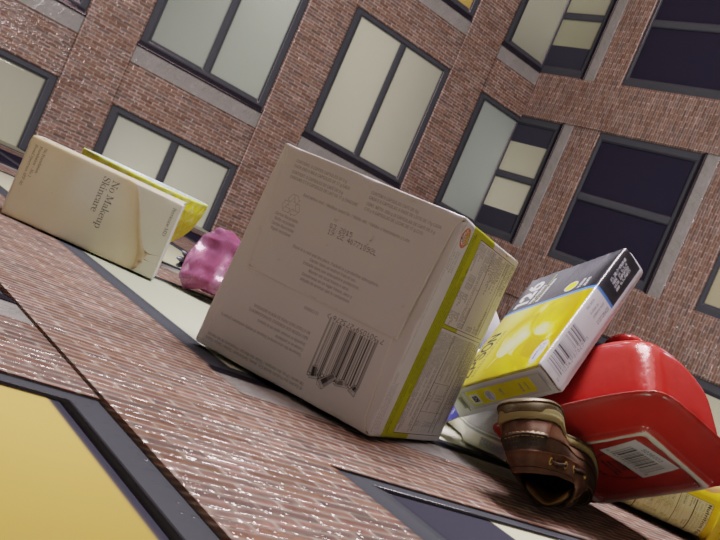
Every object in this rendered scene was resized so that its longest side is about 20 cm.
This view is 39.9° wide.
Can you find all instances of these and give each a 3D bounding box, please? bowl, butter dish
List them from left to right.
[{"bbox_3d":[-0.333,-0.088,1.447,0.197,0.109,0.200,25,0,0],"label":"bowl"},{"bbox_3d":[0.265,0.134,1.002,0.197,0.150,0.199,-20,-46,40],"label":"butter dish"}]

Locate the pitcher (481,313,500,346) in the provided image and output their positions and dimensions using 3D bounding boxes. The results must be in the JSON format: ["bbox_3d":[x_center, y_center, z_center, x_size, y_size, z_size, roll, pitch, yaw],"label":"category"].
[{"bbox_3d":[0.124,0.107,1.371,0.170,0.122,0.202,6,-47,42],"label":"pitcher"}]

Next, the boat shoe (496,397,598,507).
[{"bbox_3d":[0.170,0.183,0.902,0.071,0.069,0.200,-7,-32,24],"label":"boat shoe"}]

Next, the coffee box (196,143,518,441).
[{"bbox_3d":[0.005,0.027,0.950,0.197,0.203,0.197,25,1,25],"label":"coffee box"}]

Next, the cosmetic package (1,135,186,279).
[{"bbox_3d":[-0.326,-0.078,1.229,0.197,0.105,0.073,23,2,-8],"label":"cosmetic package"}]

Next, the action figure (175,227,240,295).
[{"bbox_3d":[-0.138,0.025,1.278,0.198,0.135,0.150,24,-23,24],"label":"action figure"}]

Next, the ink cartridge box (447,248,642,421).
[{"bbox_3d":[0.177,0.070,1.051,0.047,0.198,0.199,52,-37,-12],"label":"ink cartridge box"}]

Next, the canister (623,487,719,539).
[{"bbox_3d":[0.356,0.255,1.226,0.197,0.088,0.149,24,0,6],"label":"canister"}]

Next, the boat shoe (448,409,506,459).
[{"bbox_3d":[0.142,0.162,1.160,0.071,0.070,0.200,24,1,2],"label":"boat shoe"}]
